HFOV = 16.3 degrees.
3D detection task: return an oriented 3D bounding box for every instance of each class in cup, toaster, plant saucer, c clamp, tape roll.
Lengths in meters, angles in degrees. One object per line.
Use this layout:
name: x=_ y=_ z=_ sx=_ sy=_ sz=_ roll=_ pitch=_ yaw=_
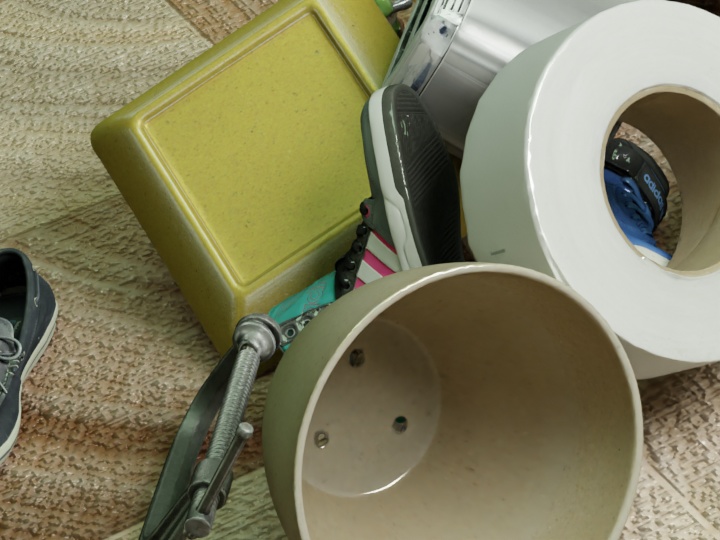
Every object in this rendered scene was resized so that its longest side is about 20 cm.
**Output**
cup: x=0.027 y=0.084 z=1.321 sx=0.200 sy=0.201 sz=0.143 roll=-26 pitch=20 yaw=-20
toaster: x=0.094 y=-0.130 z=1.490 sx=0.129 sy=0.114 sz=0.200 roll=26 pitch=49 yaw=-6
plant saucer: x=-0.046 y=-0.069 z=1.534 sx=0.200 sy=0.048 sz=0.200 roll=-34 pitch=69 yaw=1
c clamp: x=-0.078 y=0.093 z=1.374 sx=0.027 sy=0.171 sz=0.200 roll=27 pitch=31 yaw=-9
tape roll: x=0.155 y=-0.042 z=1.376 sx=0.202 sy=0.203 sz=0.071 roll=-35 pitch=8 yaw=-30

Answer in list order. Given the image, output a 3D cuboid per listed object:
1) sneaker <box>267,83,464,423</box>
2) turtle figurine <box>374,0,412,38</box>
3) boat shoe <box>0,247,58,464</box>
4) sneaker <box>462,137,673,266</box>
sneaker: x=0.000 y=0.000 z=1.450 sx=0.120 sy=0.201 sz=0.084 roll=-10 pitch=3 yaw=26
turtle figurine: x=0.062 y=-0.125 z=1.615 sx=0.144 sy=0.194 sz=0.200 roll=57 pitch=27 yaw=16
boat shoe: x=-0.236 y=0.059 z=1.531 sx=0.074 sy=0.062 sz=0.200 roll=0 pitch=37 yaw=14
sneaker: x=0.161 y=-0.027 z=1.517 sx=0.111 sy=0.077 sz=0.200 roll=-42 pitch=37 yaw=-23
